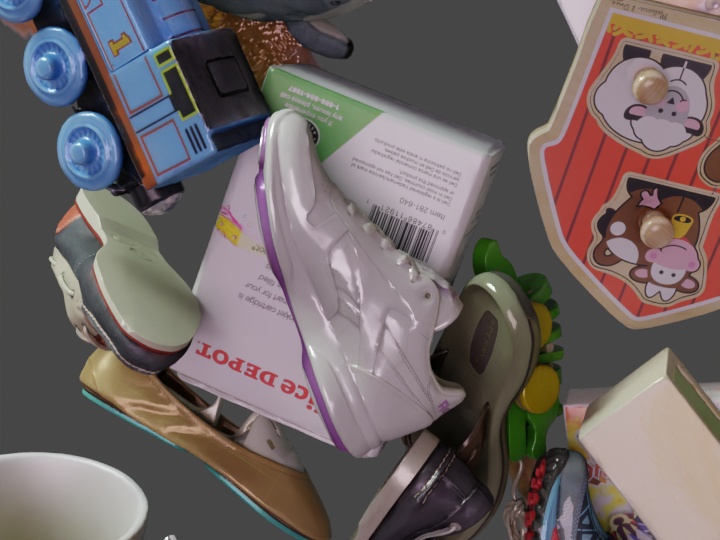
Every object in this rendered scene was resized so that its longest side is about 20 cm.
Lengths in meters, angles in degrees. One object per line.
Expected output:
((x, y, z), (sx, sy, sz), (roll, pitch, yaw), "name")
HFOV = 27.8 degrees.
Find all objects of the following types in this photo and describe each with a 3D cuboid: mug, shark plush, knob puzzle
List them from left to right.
((-0.231, 0.226, 0.953), (0.149, 0.186, 0.155), (22, 115, 37), "mug")
((-0.080, -0.192, 0.885), (0.198, 0.083, 0.092), (19, 105, 10), "shark plush")
((0.191, -0.046, 0.843), (0.217, 0.031, 0.221), (0, 121, 0), "knob puzzle")

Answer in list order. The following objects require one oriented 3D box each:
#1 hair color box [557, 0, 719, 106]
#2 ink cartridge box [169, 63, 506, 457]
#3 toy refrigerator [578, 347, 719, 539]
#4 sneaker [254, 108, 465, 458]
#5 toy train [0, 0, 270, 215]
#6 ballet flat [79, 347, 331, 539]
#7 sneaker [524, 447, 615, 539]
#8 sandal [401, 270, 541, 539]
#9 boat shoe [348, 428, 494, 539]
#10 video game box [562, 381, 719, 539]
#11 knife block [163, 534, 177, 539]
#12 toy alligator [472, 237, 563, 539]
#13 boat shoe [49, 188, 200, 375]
((0.150, -0.210, 0.842), (0.109, 0.065, 0.201), (-25, 95, 15), "hair color box")
((-0.014, -0.008, 0.903), (0.144, 0.084, 0.202), (22, 103, 8), "ink cartridge box")
((0.215, 0.146, 0.836), (0.070, 0.076, 0.201), (-38, 88, 16), "toy refrigerator")
((0.000, 0.000, 0.830), (0.099, 0.075, 0.202), (-18, 100, 1), "sneaker")
((-0.136, -0.135, 0.843), (0.114, 0.087, 0.201), (-23, 91, 30), "toy train")
((-0.092, 0.103, 0.952), (0.199, 0.069, 0.063), (33, 91, 4), "ballet flat")
((0.151, 0.196, 0.871), (0.095, 0.079, 0.202), (-9, 105, 6), "sneaker")
((0.053, 0.087, 0.887), (0.080, 0.057, 0.202), (40, 135, 35), "sandal")
((0.020, 0.179, 0.886), (0.062, 0.073, 0.201), (33, 132, 6), "boat shoe")
((0.231, 0.161, 0.898), (0.198, 0.047, 0.184), (-4, 97, 14), "video game box")
((-0.127, 0.268, 0.934), (0.201, 0.175, 0.064), (-60, 41, 15), "knife block")
((0.105, 0.072, 0.911), (0.054, 0.059, 0.202), (-17, 107, -29), "toy alligator")
((-0.151, 0.014, 0.893), (0.071, 0.200, 0.063), (26, 104, -31), "boat shoe")
